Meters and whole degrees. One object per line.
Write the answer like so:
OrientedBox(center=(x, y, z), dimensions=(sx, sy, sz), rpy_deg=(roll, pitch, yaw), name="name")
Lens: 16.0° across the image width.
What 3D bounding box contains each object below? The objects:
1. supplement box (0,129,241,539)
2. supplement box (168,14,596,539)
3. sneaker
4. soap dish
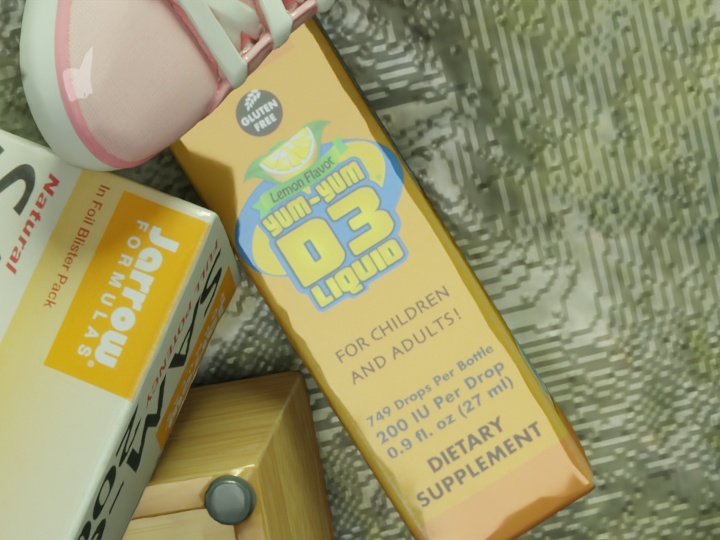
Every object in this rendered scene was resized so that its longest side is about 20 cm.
OrientedBox(center=(-0.154, 0.012, 0.811), dimensions=(0.199, 0.074, 0.127), rpy_deg=(20, 75, 10), name="supplement box")
OrientedBox(center=(0.000, 0.000, 0.858), dimensions=(0.066, 0.069, 0.201), rpy_deg=(-32, 98, 4), name="supplement box")
OrientedBox(center=(-0.016, -0.111, 0.767), dimensions=(0.201, 0.104, 0.076), rpy_deg=(-56, 132, -30), name="sneaker")
OrientedBox(center=(-0.103, 0.130, 0.877), dimensions=(0.199, 0.081, 0.158), rpy_deg=(-10, 102, 1), name="soap dish")
